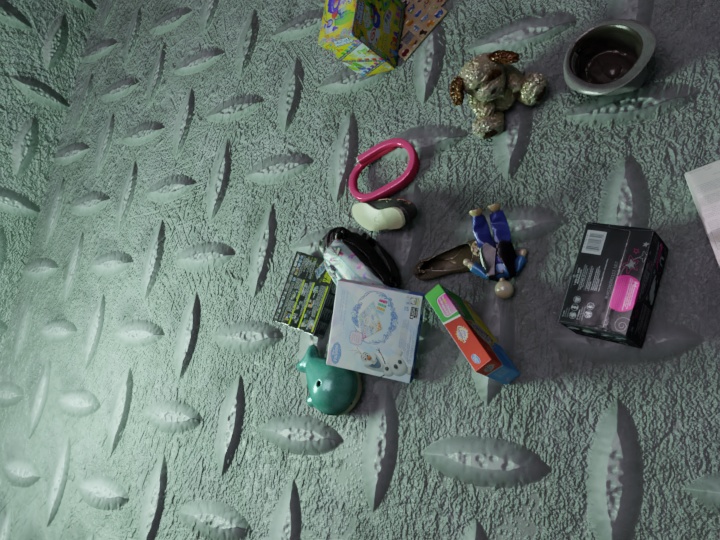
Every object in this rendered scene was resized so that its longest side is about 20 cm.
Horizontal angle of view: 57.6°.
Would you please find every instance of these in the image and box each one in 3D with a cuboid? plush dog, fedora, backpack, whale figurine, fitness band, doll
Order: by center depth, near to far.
[{"bbox_3d":[0.523,-0.425,1.359,0.200,0.090,0.177,34,93,46],"label":"fedora"},{"bbox_3d":[0.286,-0.036,1.403,0.136,0.048,0.200,-15,80,10],"label":"doll"},{"bbox_3d":[0.294,-0.424,1.478,0.200,0.172,0.161,-36,55,22],"label":"plush dog"},{"bbox_3d":[-0.090,0.255,1.559,0.200,0.104,0.159,40,99,37],"label":"whale figurine"},{"bbox_3d":[0.000,0.000,1.568,0.127,0.167,0.200,-50,65,22],"label":"backpack"},{"bbox_3d":[0.056,-0.256,1.676,0.200,0.037,0.144,-28,58,20],"label":"fitness band"}]

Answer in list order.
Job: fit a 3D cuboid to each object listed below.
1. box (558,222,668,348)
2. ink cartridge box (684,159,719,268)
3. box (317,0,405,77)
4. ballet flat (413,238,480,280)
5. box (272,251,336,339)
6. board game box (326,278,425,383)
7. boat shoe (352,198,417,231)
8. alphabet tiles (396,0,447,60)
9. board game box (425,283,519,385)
[{"bbox_3d":[0.470,0.027,1.217,0.132,0.115,0.200,12,80,40],"label":"box"},{"bbox_3d":[0.687,-0.112,1.154,0.161,0.050,0.200,-22,65,29],"label":"ink cartridge box"},{"bbox_3d":[0.006,-0.665,1.763,0.122,0.193,0.200,0,75,40],"label":"box"},{"bbox_3d":[0.205,-0.025,1.479,0.200,0.046,0.067,-19,63,30],"label":"ballet flat"},{"bbox_3d":[-0.132,0.061,1.703,0.160,0.044,0.200,14,82,39],"label":"box"},{"bbox_3d":[0.034,0.133,1.469,0.199,0.043,0.200,11,99,15],"label":"board game box"},{"bbox_3d":[0.057,-0.141,1.628,0.201,0.063,0.074,8,121,50],"label":"boat shoe"},{"bbox_3d":[0.148,-0.691,1.795,0.200,0.008,0.167,-46,52,14],"label":"alphabet tiles"},{"bbox_3d":[0.228,0.131,1.336,0.040,0.153,0.200,-42,54,15],"label":"board game box"}]
